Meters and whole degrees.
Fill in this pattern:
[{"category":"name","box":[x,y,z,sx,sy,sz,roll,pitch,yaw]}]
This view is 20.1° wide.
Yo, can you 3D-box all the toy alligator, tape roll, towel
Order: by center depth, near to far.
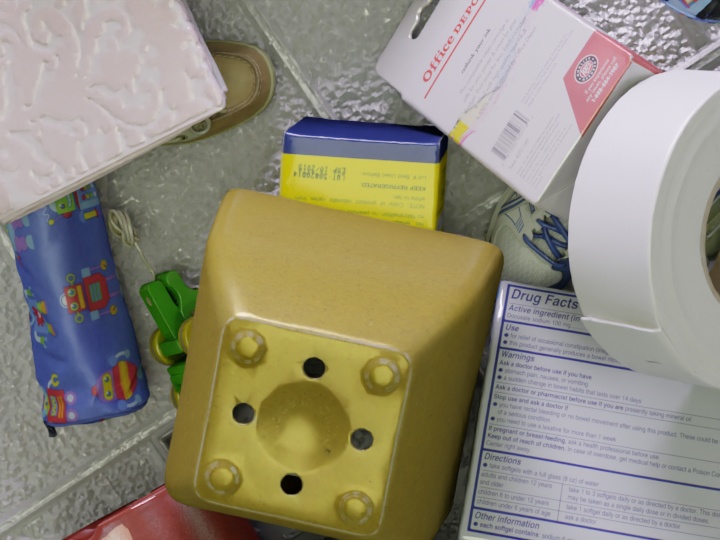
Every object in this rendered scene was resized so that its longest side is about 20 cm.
[{"category":"tape roll","box":[0.224,-0.026,1.289,0.071,0.202,0.203,10,105,48]},{"category":"towel","box":[-0.207,-0.159,1.368,0.190,0.032,0.201,-24,89,14]},{"category":"toy alligator","box":[-0.121,0.039,1.465,0.054,0.059,0.201,-26,96,-33]}]

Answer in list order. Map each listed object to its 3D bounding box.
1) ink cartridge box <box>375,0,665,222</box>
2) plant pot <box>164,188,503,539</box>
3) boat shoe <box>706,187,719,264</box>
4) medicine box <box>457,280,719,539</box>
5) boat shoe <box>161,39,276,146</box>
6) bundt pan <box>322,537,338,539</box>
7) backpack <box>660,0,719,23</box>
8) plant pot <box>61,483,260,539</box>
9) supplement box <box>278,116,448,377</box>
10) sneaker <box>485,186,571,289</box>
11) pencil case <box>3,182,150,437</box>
[{"category":"ink cartridge box","box":[0.108,-0.129,1.370,0.200,0.067,0.117,44,105,42]},{"category":"plant pot","box":[-0.025,0.076,1.273,0.193,0.200,0.196,12,102,4]},{"category":"boat shoe","box":[0.230,-0.037,1.377,0.200,0.072,0.062,-44,101,-13]},{"category":"medicine box","box":[0.166,0.126,1.373,0.181,0.103,0.201,9,60,4]},{"category":"boat shoe","box":[-0.160,-0.120,1.431,0.200,0.063,0.074,-4,100,7]},{"category":"bundt pan","box":[0.043,0.252,1.418,0.202,0.202,0.076,45,91,-3]},{"category":"backpack","box":[0.245,-0.268,1.327,0.182,0.135,0.200,38,101,-2]},{"category":"plant pot","box":[-0.126,0.255,1.441,0.200,0.201,0.196,-28,88,10]},{"category":"supplement box","box":[0.000,0.000,1.414,0.108,0.110,0.201,5,100,5]},{"category":"sneaker","box":[0.147,-0.054,1.400,0.075,0.088,0.200,31,103,-2]},{"category":"pencil case","box":[-0.211,0.014,1.455,0.078,0.087,0.201,-18,101,-30]}]
